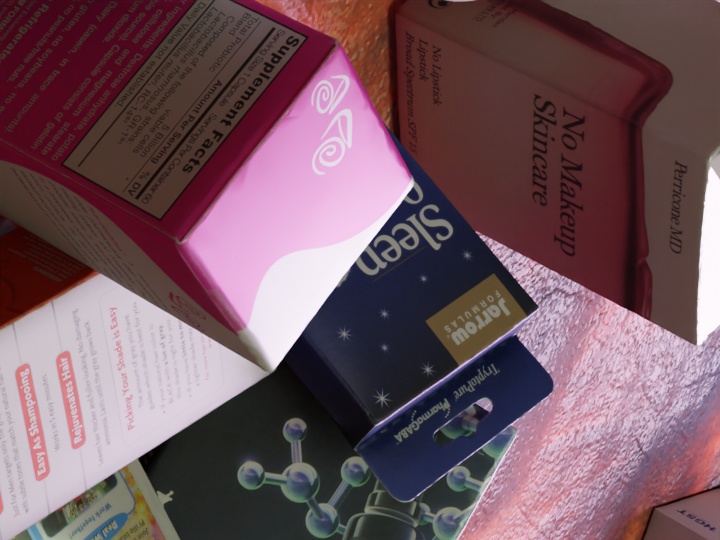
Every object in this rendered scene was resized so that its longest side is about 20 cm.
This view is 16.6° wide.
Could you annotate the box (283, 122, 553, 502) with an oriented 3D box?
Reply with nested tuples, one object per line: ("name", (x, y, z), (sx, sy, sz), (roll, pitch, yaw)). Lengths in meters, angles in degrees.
("box", (0.000, 0.000, 1.159), (0.121, 0.200, 0.032), (-33, 170, -37))

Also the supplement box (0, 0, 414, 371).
("supplement box", (-0.094, -0.061, 0.965), (0.103, 0.200, 0.101), (-51, 147, -14))

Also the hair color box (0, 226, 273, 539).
("hair color box", (-0.130, 0.037, 1.031), (0.200, 0.061, 0.102), (-32, 130, -36))

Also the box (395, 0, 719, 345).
("box", (0.127, -0.074, 1.265), (0.109, 0.200, 0.128), (-38, 141, -33))

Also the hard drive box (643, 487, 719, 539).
("hard drive box", (0.317, 0.226, 1.815), (0.200, 0.156, 0.077), (-10, 122, -52))

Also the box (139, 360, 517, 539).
("box", (-0.040, 0.125, 1.206), (0.200, 0.148, 0.107), (-60, -175, -5))

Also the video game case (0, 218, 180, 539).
("video game case", (-0.187, 0.106, 1.058), (0.200, 0.024, 0.182), (-38, 113, -32))
